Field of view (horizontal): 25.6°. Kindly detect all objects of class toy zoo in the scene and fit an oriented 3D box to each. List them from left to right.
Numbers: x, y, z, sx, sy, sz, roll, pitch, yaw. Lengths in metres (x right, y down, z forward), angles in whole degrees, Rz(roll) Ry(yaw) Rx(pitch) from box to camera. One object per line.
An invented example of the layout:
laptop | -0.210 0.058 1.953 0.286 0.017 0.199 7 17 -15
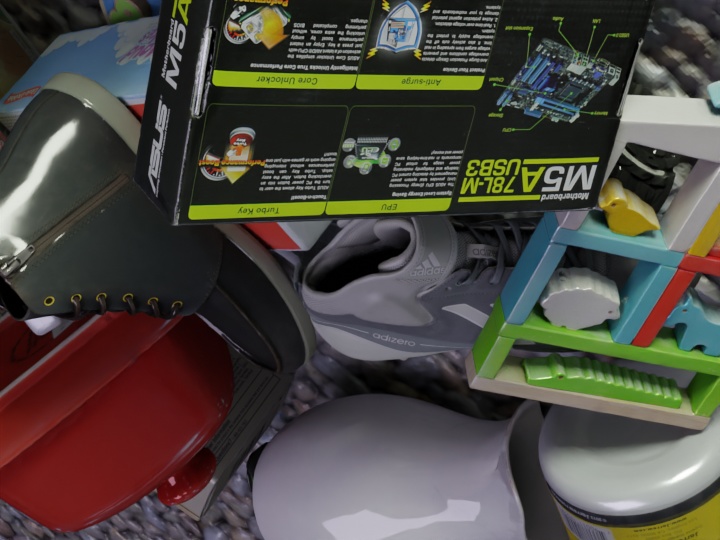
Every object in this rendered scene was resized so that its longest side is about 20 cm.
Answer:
toy zoo | 0.143 -0.008 0.722 0.130 0.021 0.201 11 131 -17

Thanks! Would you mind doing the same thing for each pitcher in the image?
pitcher | 0.047 0.149 1.004 0.199 0.122 0.172 -9 141 33

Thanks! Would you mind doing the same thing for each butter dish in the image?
butter dish | -0.145 0.082 0.958 0.148 0.199 0.200 49 -173 -21

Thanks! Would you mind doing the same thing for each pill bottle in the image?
pill bottle | 0.176 0.151 0.881 0.111 0.112 0.201 6 135 37

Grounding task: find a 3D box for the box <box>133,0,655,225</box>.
box | 0.026 -0.113 0.590 0.048 0.199 0.194 46 132 47

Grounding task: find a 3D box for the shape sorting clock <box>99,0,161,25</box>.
shape sorting clock | -0.062 -0.117 0.847 0.199 0.039 0.201 24 143 19

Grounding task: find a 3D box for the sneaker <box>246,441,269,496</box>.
sneaker | -0.008 0.199 1.128 0.200 0.078 0.085 44 145 -10

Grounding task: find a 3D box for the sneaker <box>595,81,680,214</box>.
sneaker | 0.064 -0.091 0.721 0.079 0.074 0.200 5 146 50

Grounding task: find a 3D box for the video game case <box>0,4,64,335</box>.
video game case | -0.211 -0.084 0.900 0.023 0.182 0.200 -29 110 20

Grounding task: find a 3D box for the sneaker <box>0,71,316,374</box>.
sneaker | -0.115 0.008 0.796 0.200 0.106 0.075 46 155 -23

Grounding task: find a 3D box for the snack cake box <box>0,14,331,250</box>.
snack cake box | -0.099 -0.072 0.845 0.199 0.067 0.115 3 140 53

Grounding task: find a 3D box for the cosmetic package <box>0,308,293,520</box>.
cosmetic package | -0.158 0.066 1.087 0.199 0.104 0.073 35 146 6

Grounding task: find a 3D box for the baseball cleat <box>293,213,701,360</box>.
baseball cleat | 0.067 0.002 0.770 0.199 0.070 0.107 -13 154 8

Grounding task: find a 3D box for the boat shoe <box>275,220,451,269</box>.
boat shoe | 0.001 0.000 0.880 0.200 0.072 0.070 14 174 28
